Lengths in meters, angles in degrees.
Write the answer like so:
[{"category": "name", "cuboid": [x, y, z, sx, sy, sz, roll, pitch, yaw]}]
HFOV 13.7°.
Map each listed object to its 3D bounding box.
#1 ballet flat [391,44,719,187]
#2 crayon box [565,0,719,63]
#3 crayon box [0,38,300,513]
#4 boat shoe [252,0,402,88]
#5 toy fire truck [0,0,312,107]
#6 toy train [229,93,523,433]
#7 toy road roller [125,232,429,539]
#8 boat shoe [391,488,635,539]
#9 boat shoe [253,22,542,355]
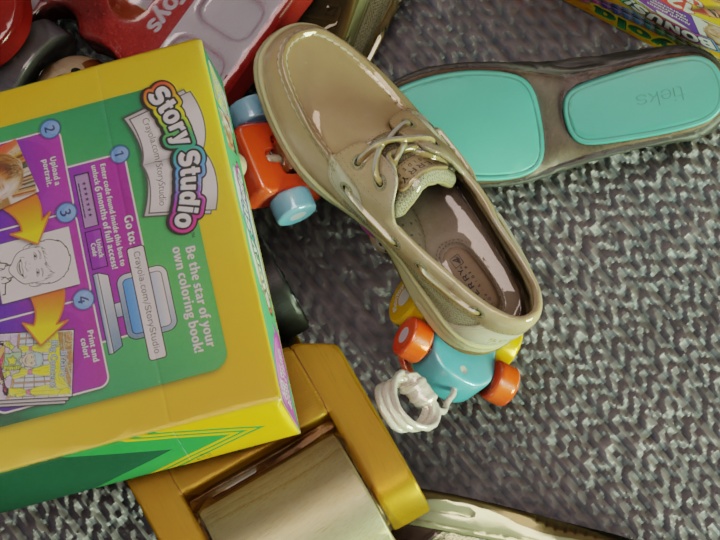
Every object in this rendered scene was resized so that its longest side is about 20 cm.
[{"category": "ballet flat", "cuboid": [0.098, -0.081, 1.607, 0.200, 0.068, 0.068, -5, 93, -5]}, {"category": "crayon box", "cuboid": [0.176, -0.159, 1.597, 0.200, 0.119, 0.058, 28, 79, 10]}, {"category": "crayon box", "cuboid": [-0.135, 0.004, 1.463, 0.172, 0.058, 0.200, -14, 66, 2]}, {"category": "boat shoe", "cuboid": [0.000, -0.169, 1.646, 0.073, 0.063, 0.201, 13, 69, 23]}, {"category": "toy fire truck", "cuboid": [-0.135, -0.127, 1.597, 0.168, 0.112, 0.200, 32, 80, 19]}, {"category": "toy train", "cuboid": [0.000, 0.000, 1.574, 0.150, 0.056, 0.200, -14, 72, -44]}, {"category": "toy road roller", "cuboid": [-0.053, 0.092, 1.523, 0.123, 0.146, 0.200, -30, 65, -3]}, {"category": "boat shoe", "cuboid": [0.108, 0.164, 1.549, 0.201, 0.072, 0.066, 15, 87, 7]}, {"category": "boat shoe", "cuboid": [0.023, -0.047, 1.523, 0.072, 0.065, 0.200, -36, 90, -21]}]
